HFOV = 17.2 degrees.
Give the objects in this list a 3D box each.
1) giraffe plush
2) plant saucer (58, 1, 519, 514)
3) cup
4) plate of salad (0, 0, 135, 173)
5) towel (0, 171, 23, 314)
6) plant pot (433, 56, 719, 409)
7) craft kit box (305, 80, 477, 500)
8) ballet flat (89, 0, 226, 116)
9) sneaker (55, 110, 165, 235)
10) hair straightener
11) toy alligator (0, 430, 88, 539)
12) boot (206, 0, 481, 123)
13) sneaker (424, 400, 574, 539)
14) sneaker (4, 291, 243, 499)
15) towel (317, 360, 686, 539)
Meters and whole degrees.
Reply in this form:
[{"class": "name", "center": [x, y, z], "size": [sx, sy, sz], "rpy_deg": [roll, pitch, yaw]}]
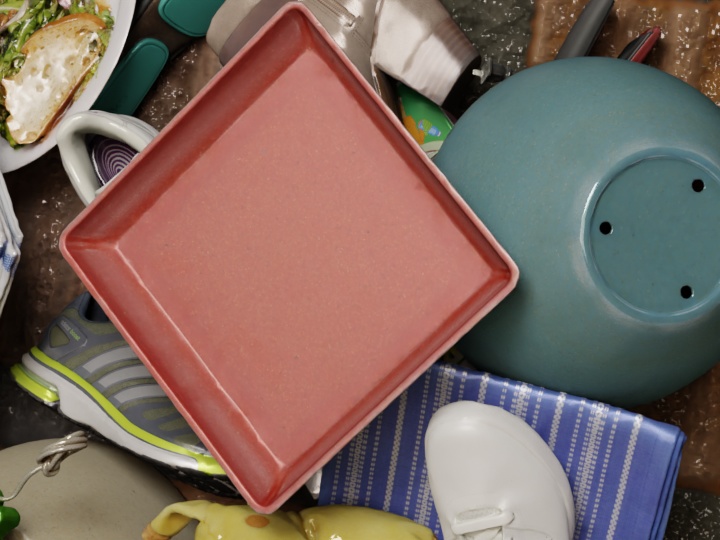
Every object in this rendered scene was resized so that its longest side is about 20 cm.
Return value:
[{"class": "giraffe plush", "center": [-0.041, 0.205, 1.295], "size": [0.172, 0.162, 0.201], "rpy_deg": [-23, 110, 14]}, {"class": "plant saucer", "center": [-0.037, -0.006, 1.284], "size": [0.200, 0.037, 0.200], "rpy_deg": [-44, 74, 18]}, {"class": "cup", "center": [-0.201, 0.193, 1.389], "size": [0.199, 0.143, 0.202], "rpy_deg": [-2, 81, 16]}, {"class": "plate of salad", "center": [-0.217, -0.156, 1.463], "size": [0.199, 0.048, 0.201], "rpy_deg": [-16, 64, 35]}, {"class": "towel", "center": [-0.251, 0.021, 1.410], "size": [0.201, 0.024, 0.147], "rpy_deg": [-64, 32, 29]}, {"class": "plant pot", "center": [0.143, -0.019, 1.287], "size": [0.199, 0.135, 0.202], "rpy_deg": [0, 91, -12]}, {"class": "craft kit box", "center": [0.000, 0.000, 1.414], "size": [0.200, 0.049, 0.198], "rpy_deg": [-38, 77, 8]}, {"class": "ballet flat", "center": [-0.128, -0.160, 1.461], "size": [0.200, 0.068, 0.068], "rpy_deg": [-42, 61, 6]}, {"class": "sneaker", "center": [-0.109, -0.014, 1.373], "size": [0.075, 0.100, 0.200], "rpy_deg": [-45, 75, 4]}, {"class": "hair straightener", "center": [0.088, -0.085, 1.367], "size": [0.077, 0.041, 0.200], "rpy_deg": [40, 80, -10]}, {"class": "toy alligator", "center": [-0.223, 0.158, 1.294], "size": [0.199, 0.059, 0.054], "rpy_deg": [-30, 76, 10]}, {"class": "boot", "center": [-0.030, -0.100, 1.380], "size": [0.146, 0.070, 0.200], "rpy_deg": [34, 84, 17]}, {"class": "sneaker", "center": [0.079, 0.170, 1.295], "size": [0.075, 0.089, 0.201], "rpy_deg": [-8, 115, 25]}, {"class": "sneaker", "center": [-0.120, 0.072, 1.412], "size": [0.199, 0.074, 0.081], "rpy_deg": [25, 83, 26]}, {"class": "towel", "center": [0.074, 0.119, 1.328], "size": [0.199, 0.024, 0.145], "rpy_deg": [14, 128, 8]}]
